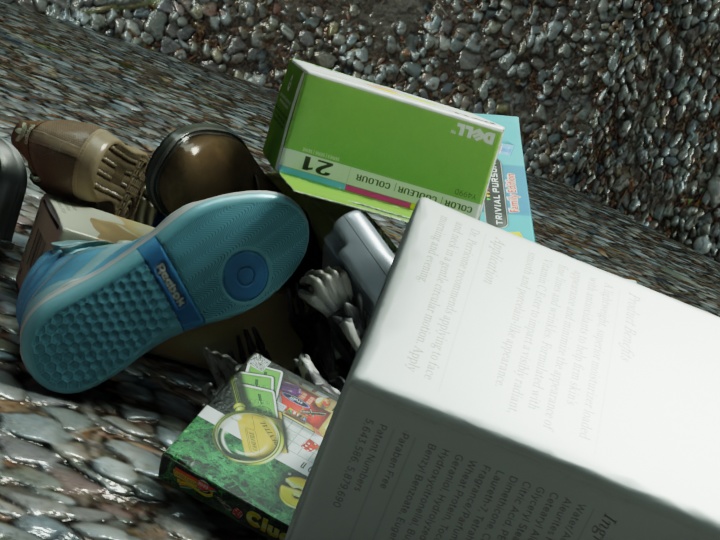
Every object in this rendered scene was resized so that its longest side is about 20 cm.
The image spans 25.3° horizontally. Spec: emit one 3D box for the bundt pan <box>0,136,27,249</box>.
[{"bbox_3d":[-0.336,-0.091,1.197,0.200,0.076,0.202,26,-1,1],"label":"bundt pan"}]

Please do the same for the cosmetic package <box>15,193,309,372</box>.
[{"bbox_3d":[-0.142,0.016,1.168,0.198,0.072,0.105,17,10,-24],"label":"cosmetic package"}]

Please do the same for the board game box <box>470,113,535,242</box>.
[{"bbox_3d":[0.092,0.001,1.197,0.046,0.152,0.201,4,36,-3],"label":"board game box"}]

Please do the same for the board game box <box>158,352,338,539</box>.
[{"bbox_3d":[-0.001,0.124,0.884,0.198,0.024,0.105,27,42,13],"label":"board game box"}]

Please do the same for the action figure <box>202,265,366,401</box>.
[{"bbox_3d":[-0.040,0.065,1.015,0.103,0.118,0.200,58,-6,-16],"label":"action figure"}]

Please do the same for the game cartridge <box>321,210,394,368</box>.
[{"bbox_3d":[0.022,0.050,1.081,0.134,0.041,0.200,51,-14,13],"label":"game cartridge"}]

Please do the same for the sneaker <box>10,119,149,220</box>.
[{"bbox_3d":[-0.214,-0.080,1.240,0.075,0.071,0.200,24,-11,4],"label":"sneaker"}]

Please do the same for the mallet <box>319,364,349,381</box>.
[{"bbox_3d":[0.037,0.085,1.296,0.198,0.042,0.066,11,15,-32],"label":"mallet"}]

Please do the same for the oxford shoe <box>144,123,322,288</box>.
[{"bbox_3d":[-0.076,-0.041,1.098,0.084,0.073,0.200,36,1,30],"label":"oxford shoe"}]

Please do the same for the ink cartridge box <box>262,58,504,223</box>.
[{"bbox_3d":[0.021,-0.079,1.067,0.146,0.077,0.200,15,7,-11],"label":"ink cartridge box"}]

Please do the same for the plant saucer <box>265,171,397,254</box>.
[{"bbox_3d":[0.000,0.000,1.195,0.200,0.031,0.200,48,-13,15],"label":"plant saucer"}]

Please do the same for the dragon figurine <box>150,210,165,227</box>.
[{"bbox_3d":[-0.133,-0.034,1.253,0.058,0.101,0.199,21,-13,-25],"label":"dragon figurine"}]

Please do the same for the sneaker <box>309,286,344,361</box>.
[{"bbox_3d":[-0.038,0.020,1.328,0.198,0.089,0.074,19,12,-7],"label":"sneaker"}]

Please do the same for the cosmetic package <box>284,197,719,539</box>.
[{"bbox_3d":[0.080,0.102,0.780,0.198,0.166,0.165,22,34,2],"label":"cosmetic package"}]

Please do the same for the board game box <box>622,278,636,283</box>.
[{"bbox_3d":[0.137,0.097,1.018,0.103,0.104,0.201,8,33,-12],"label":"board game box"}]

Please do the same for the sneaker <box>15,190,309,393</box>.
[{"bbox_3d":[-0.138,-0.003,1.039,0.198,0.080,0.130,-26,20,-15],"label":"sneaker"}]

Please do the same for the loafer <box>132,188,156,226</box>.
[{"bbox_3d":[-0.165,-0.031,1.376,0.198,0.077,0.067,21,2,-7],"label":"loafer"}]
